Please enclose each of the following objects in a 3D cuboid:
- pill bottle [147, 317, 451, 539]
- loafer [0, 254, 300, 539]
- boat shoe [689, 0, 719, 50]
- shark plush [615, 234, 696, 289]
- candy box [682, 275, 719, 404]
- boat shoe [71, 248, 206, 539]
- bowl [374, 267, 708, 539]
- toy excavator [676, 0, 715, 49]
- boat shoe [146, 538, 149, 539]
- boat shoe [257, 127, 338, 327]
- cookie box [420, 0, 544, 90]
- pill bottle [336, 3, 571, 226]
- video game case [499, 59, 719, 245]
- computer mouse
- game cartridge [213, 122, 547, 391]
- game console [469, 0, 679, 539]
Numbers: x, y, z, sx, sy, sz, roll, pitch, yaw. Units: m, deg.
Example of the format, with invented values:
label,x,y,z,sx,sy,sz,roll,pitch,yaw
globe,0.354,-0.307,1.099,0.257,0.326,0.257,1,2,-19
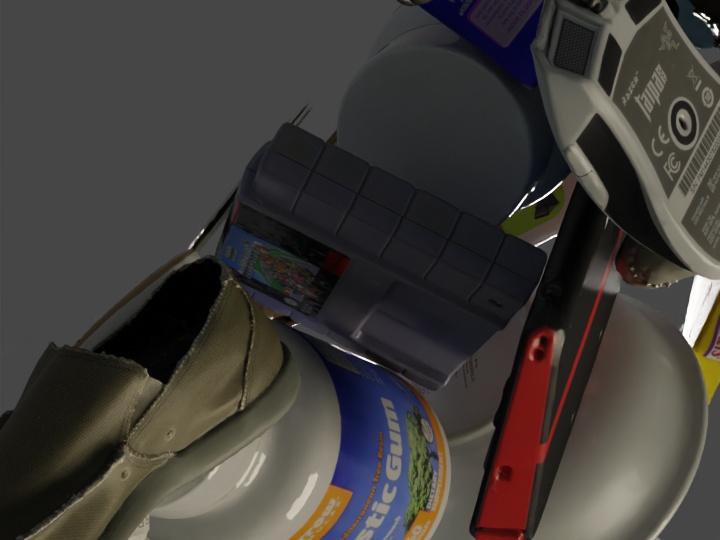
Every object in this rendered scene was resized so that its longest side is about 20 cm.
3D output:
label,x,y,z,sx,sy,sz,roll,pitch,yaw
pill bottle,-0.045,0.080,0.992,0.112,0.112,0.200,-50,153,7
loafer,-0.105,0.058,0.771,0.075,0.070,0.200,10,-145,39
boat shoe,0.188,-0.117,0.984,0.072,0.066,0.201,-25,168,23
shark plush,0.180,-0.074,0.925,0.200,0.091,0.083,-56,178,-8
candy box,0.204,-0.028,1.128,0.200,0.026,0.102,106,0,-51
boat shoe,-0.110,0.082,0.873,0.200,0.069,0.071,-52,175,12
bowl,0.070,0.070,1.130,0.200,0.090,0.202,-20,-135,22
toy excavator,0.178,-0.171,1.106,0.200,0.100,0.195,-101,-148,-56
boat shoe,-0.123,0.155,1.067,0.070,0.071,0.201,-72,171,-47
boat shoe,-0.025,-0.008,1.168,0.200,0.066,0.074,-51,178,-17
cookie box,0.122,-0.192,0.935,0.171,0.075,0.200,-53,178,38
pill bottle,0.066,-0.092,1.025,0.110,0.109,0.200,-51,178,32
video game case,0.121,-0.053,1.201,0.181,0.046,0.200,-26,180,3
computer mouse,0.085,-0.074,0.811,0.044,0.200,0.110,-6,-139,43
game cartridge,0.000,0.000,0.985,0.200,0.129,0.039,122,-10,-74
game console,0.091,0.003,0.942,0.177,0.031,0.200,92,17,-52
